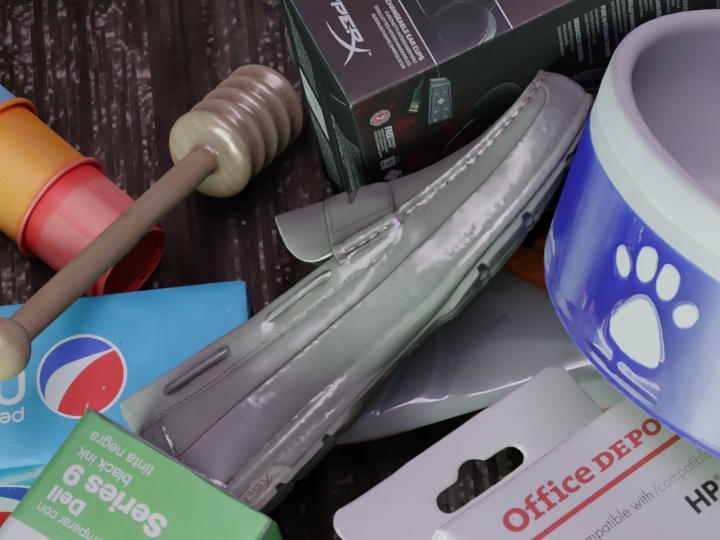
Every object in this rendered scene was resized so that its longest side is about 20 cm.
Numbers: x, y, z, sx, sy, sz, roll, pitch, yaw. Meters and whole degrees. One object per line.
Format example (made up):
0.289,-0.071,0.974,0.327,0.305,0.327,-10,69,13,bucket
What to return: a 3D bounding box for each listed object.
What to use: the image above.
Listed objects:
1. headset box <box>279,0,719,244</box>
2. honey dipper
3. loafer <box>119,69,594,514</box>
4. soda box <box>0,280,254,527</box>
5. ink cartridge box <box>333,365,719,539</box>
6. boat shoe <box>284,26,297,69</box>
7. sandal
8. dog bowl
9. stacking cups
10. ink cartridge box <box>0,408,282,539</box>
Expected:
0.078,-0.091,1.083,0.199,0.149,0.077,-24,61,-7,headset box
-0.085,-0.018,1.077,0.038,0.038,0.200,25,39,18,honey dipper
0.000,0.000,1.009,0.070,0.070,0.200,44,86,5,loafer
-0.134,0.057,1.082,0.199,0.064,0.068,-6,63,4,soda box
0.097,0.113,0.948,0.116,0.068,0.200,-33,69,-27,ink cartridge box
0.048,-0.135,1.160,0.199,0.075,0.073,-31,54,-19,boat shoe
0.067,0.032,1.074,0.205,0.059,0.079,-15,43,1,sandal
0.165,-0.005,0.975,0.199,0.079,0.200,15,29,-8,dog bowl
-0.160,-0.057,1.153,0.200,0.061,0.061,40,74,17,stacking cups
-0.106,0.169,0.975,0.084,0.146,0.200,29,70,19,ink cartridge box
